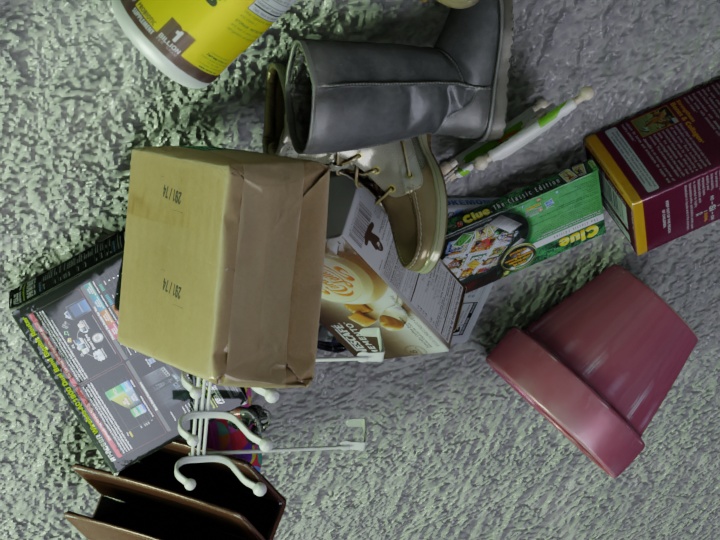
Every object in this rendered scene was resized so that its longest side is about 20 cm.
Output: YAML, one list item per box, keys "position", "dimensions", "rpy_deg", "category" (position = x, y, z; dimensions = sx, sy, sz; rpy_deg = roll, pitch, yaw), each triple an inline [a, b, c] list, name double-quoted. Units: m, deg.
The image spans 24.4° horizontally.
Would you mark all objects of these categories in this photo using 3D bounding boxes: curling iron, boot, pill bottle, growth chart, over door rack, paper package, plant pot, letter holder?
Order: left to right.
- position: [-0.197, 0.230, 1.682]
  dimensions: [0.142, 0.199, 0.101]
  rpy_deg: [63, 44, -60]
  category: "letter holder"
- position: [-0.180, 0.148, 1.660]
  dimensions: [0.199, 0.026, 0.050]
  rpy_deg: [1, 133, 22]
  category: "curling iron"
- position: [-0.119, -0.009, 1.436]
  dimensions: [0.103, 0.200, 0.191]
  rpy_deg: [3, 95, -31]
  category: "paper package"
- position: [-0.097, -0.248, 1.336]
  dimensions: [0.200, 0.109, 0.109]
  rpy_deg: [-42, 138, 15]
  category: "pill bottle"
- position: [-0.071, 0.137, 1.561]
  dimensions: [0.199, 0.067, 0.148]
  rpy_deg: [-10, 138, -20]
  category: "over door rack"
- position: [-0.007, -0.092, 1.491]
  dimensions: [0.154, 0.201, 0.072]
  rpy_deg: [1, 158, -28]
  category: "boot"
- position: [0.033, -0.190, 1.456]
  dimensions: [0.199, 0.073, 0.183]
  rpy_deg: [0, 89, -20]
  category: "boot"
- position: [0.139, -0.125, 1.572]
  dimensions: [0.145, 0.200, 0.018]
  rpy_deg: [-34, 96, -3]
  category: "growth chart"
- position: [0.269, 0.100, 1.854]
  dimensions: [0.179, 0.200, 0.200]
  rpy_deg: [-47, 138, -2]
  category: "plant pot"

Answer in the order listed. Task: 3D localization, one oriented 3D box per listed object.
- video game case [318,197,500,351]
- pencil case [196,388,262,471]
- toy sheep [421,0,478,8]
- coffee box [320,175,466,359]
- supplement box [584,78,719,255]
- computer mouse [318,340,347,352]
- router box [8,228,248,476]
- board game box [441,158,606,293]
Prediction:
- position: [0.064, 0.004, 1.755]
  dimensions: [0.182, 0.022, 0.200]
  rpy_deg: [-2, 134, -27]
  category: "video game case"
- position: [-0.151, 0.147, 1.735]
  dimensions: [0.088, 0.089, 0.200]
  rpy_deg: [-19, 139, -10]
  category: "pencil case"
- position: [0.064, -0.302, 1.357]
  dimensions: [0.137, 0.138, 0.200]
  rpy_deg: [-21, 126, -8]
  category: "toy sheep"
- position: [0.000, 0.000, 1.615]
  dimensions: [0.114, 0.080, 0.200]
  rpy_deg: [-7, 142, 34]
  category: "coffee box"
- position: [0.346, -0.115, 1.719]
  dimensions: [0.199, 0.111, 0.086]
  rpy_deg: [-24, 140, -5]
  category: "supplement box"
- position: [-0.061, 0.024, 1.690]
  dimensions: [0.059, 0.034, 0.200]
  rpy_deg: [-38, 136, 1]
  category: "computer mouse"
- position: [-0.217, 0.072, 1.574]
  dimensions: [0.150, 0.062, 0.200]
  rpy_deg: [-28, 112, -1]
  category: "router box"
- position: [0.158, -0.038, 1.728]
  dimensions: [0.199, 0.023, 0.105]
  rpy_deg: [-23, 138, -6]
  category: "board game box"
